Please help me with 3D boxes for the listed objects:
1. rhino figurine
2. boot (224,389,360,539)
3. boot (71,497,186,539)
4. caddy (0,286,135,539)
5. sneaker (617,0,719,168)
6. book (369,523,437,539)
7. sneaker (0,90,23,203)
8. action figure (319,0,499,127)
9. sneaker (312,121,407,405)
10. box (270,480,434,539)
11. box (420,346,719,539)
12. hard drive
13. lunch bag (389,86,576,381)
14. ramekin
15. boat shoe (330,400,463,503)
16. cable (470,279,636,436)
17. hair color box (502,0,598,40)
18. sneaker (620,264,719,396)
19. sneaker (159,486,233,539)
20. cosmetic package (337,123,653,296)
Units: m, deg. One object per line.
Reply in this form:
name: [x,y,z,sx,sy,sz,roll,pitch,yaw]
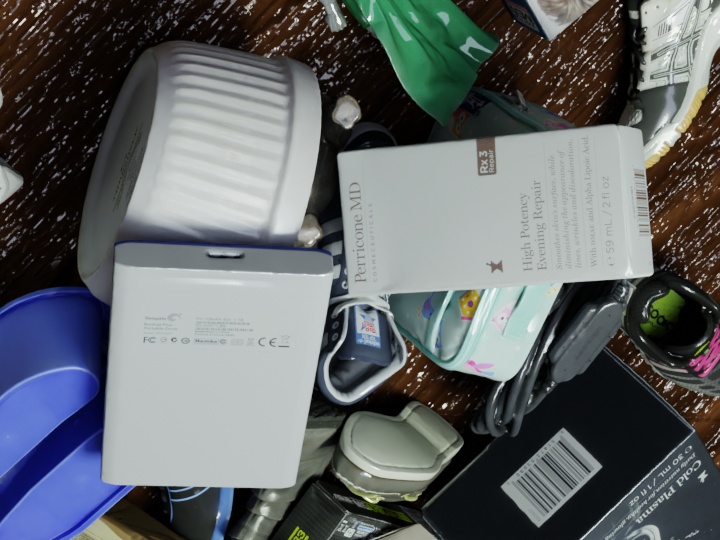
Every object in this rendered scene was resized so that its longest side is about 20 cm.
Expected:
rhino figurine: [-0.056,-0.036,1.235,0.059,0.087,0.201,20,97,-10]
boot: [-0.061,0.149,1.265,0.131,0.067,0.200,-65,165,1]
boot: [-0.168,0.268,1.267,0.156,0.199,0.073,-63,158,12]
caddy: [-0.221,0.098,1.207,0.200,0.105,0.141,-41,126,17]
sneaker: [0.229,-0.173,1.330,0.087,0.076,0.201,26,97,-14]
book: [-0.019,0.292,1.313,0.133,0.048,0.201,-17,137,-47]
sneaker: [-0.272,-0.041,1.149,0.099,0.078,0.201,0,112,-28]
action figure: [0.002,-0.196,1.202,0.200,0.118,0.055,45,129,-14]
sneaker: [0.000,0.000,1.266,0.070,0.108,0.201,9,107,-28]
box: [-0.033,0.264,1.351,0.194,0.047,0.200,-53,150,6]
box: [0.186,0.201,1.398,0.200,0.124,0.197,-43,141,-3]
hard drive: [-0.095,0.064,1.105,0.131,0.025,0.201,2,134,-9]
lunch bag: [0.093,-0.031,1.266,0.077,0.160,0.201,15,105,-29]
ramekin: [-0.112,-0.056,1.147,0.104,0.200,0.201,17,104,-20]
boat shoe: [0.022,0.145,1.311,0.060,0.072,0.202,-52,166,13]
cable: [0.142,0.042,1.327,0.051,0.163,0.200,31,111,-9]
hair color box: [0.114,-0.274,1.232,0.100,0.061,0.200,-39,122,-4]
sneaker: [0.265,0.054,1.421,0.200,0.087,0.074,37,93,-32]
sneaker: [-0.130,0.134,1.294,0.077,0.070,0.201,8,108,-12]
cosmetic package: [0.089,-0.038,1.158,0.199,0.074,0.102,-6,88,22]
